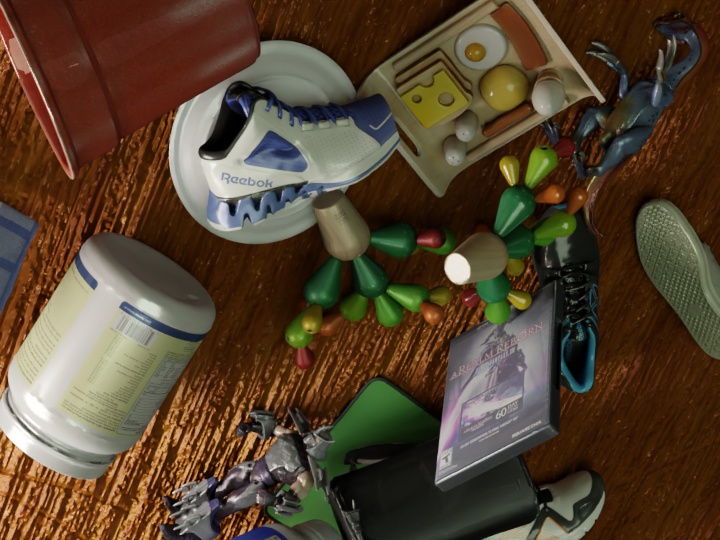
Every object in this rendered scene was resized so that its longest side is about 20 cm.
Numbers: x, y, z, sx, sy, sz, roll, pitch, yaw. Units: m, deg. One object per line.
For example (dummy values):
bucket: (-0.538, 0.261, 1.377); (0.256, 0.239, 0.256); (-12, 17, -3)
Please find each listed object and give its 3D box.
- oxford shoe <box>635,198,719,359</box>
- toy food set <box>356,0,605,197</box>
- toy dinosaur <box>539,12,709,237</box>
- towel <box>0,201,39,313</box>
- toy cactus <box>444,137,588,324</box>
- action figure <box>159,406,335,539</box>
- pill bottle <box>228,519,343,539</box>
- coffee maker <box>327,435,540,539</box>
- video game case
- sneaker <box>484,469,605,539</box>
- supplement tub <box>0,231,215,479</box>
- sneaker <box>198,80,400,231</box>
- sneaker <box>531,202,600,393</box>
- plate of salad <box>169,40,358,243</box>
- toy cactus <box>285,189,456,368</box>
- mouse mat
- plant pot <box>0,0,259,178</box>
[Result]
oxford shoe: (0.353, 0.003, 1.682); (0.201, 0.075, 0.058); (55, 50, -18)
toy food set: (0.114, -0.168, 1.513); (0.199, 0.061, 0.144); (-30, 118, 25)
toy dinosaur: (0.273, -0.167, 1.583); (0.181, 0.105, 0.201); (-29, 137, -13)
towel: (-0.403, -0.030, 1.430); (0.199, 0.148, 0.024); (28, 146, -18)
toy cactus: (0.135, -0.031, 1.534); (0.165, 0.102, 0.201); (-23, 147, -48)
action figure: (-0.108, 0.212, 1.613); (0.199, 0.131, 0.069); (-33, 126, 10)
pill bottle: (-0.108, 0.322, 1.603); (0.199, 0.112, 0.113); (-18, 120, -42)
coffee maker: (0.078, 0.240, 1.625); (0.198, 0.192, 0.136); (-21, 99, -8)
video game case: (0.139, 0.112, 1.564); (0.142, 0.201, 0.019); (-32, 121, 31)
sneaker: (0.177, 0.273, 1.736); (0.199, 0.074, 0.080); (-32, 114, 0)
supplement tub: (-0.244, 0.081, 1.506); (0.144, 0.145, 0.201); (29, 103, -23)
sneaker: (-0.065, -0.126, 1.451); (0.198, 0.081, 0.116); (-27, 123, -12)
sneaker: (0.222, 0.030, 1.641); (0.073, 0.082, 0.202); (-10, 112, -7)
plate of salad: (-0.091, -0.123, 1.515); (0.198, 0.048, 0.202); (-11, 116, -23)
toy cactus: (0.000, 0.000, 1.551); (0.199, 0.102, 0.166); (-27, 123, 1)
mouse mat: (0.011, 0.224, 1.709); (0.161, 0.008, 0.200); (37, 100, -25)
plant pot: (-0.203, -0.211, 1.372); (0.194, 0.201, 0.202); (-25, 116, -11)
